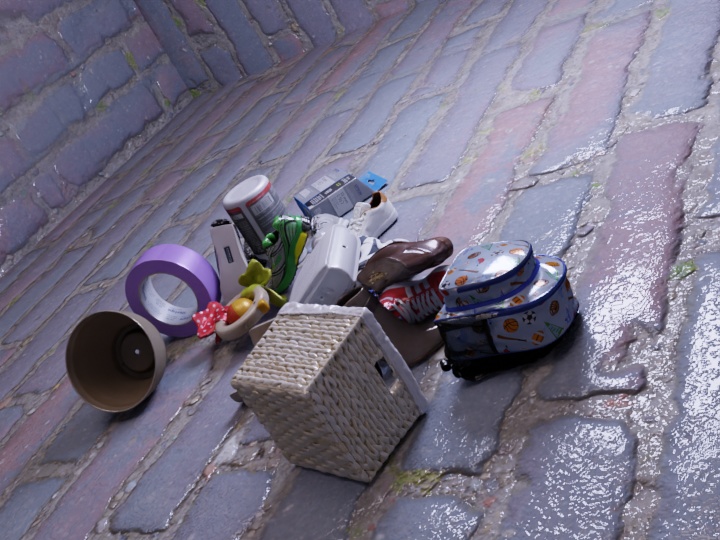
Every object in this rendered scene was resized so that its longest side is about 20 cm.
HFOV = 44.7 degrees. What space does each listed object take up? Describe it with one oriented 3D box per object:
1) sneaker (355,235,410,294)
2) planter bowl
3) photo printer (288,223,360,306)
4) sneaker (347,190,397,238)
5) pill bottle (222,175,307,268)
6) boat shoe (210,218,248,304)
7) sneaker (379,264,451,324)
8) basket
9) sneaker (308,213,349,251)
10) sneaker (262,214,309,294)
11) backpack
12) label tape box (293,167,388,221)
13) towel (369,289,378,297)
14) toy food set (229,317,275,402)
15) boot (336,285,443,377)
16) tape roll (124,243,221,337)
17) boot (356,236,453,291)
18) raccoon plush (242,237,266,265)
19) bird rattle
[{"bbox_3d":[0.000,0.000,1.655,0.197,0.080,0.129,6,34,38],"label":"sneaker"},{"bbox_3d":[-0.476,0.174,1.780,0.198,0.202,0.135,-24,-2,14],"label":"planter bowl"},{"bbox_3d":[-0.063,0.020,1.475,0.167,0.069,0.201,-57,11,22],"label":"photo printer"},{"bbox_3d":[-0.007,-0.088,1.823,0.072,0.085,0.200,1,43,48],"label":"sneaker"},{"bbox_3d":[-0.207,-0.098,1.930,0.115,0.201,0.116,-25,25,13],"label":"pill bottle"},{"bbox_3d":[-0.273,-0.013,1.902,0.074,0.203,0.093,-11,2,1],"label":"boat shoe"},{"bbox_3d":[0.095,0.059,1.449,0.199,0.072,0.113,-19,22,42],"label":"sneaker"},{"bbox_3d":[-0.049,0.171,1.256,0.199,0.199,0.161,1,41,48],"label":"basket"},{"bbox_3d":[-0.081,-0.074,1.818,0.200,0.081,0.076,-55,-12,-76],"label":"sneaker"},{"bbox_3d":[-0.169,-0.037,1.825,0.084,0.202,0.078,11,34,-13],"label":"sneaker"},{"bbox_3d":[0.213,0.042,1.266,0.188,0.155,0.201,-4,32,27],"label":"backpack"},{"bbox_3d":[-0.048,-0.192,2.087,0.199,0.066,0.143,-36,25,-7],"label":"label tape box"},{"bbox_3d":[-0.069,0.107,1.500,0.144,0.024,0.200,-6,35,48],"label":"towel"},{"bbox_3d":[-0.158,0.146,1.589,0.142,0.061,0.201,-23,25,17],"label":"toy food set"},{"bbox_3d":[0.033,0.086,1.376,0.199,0.147,0.070,-32,20,-3],"label":"boot"},{"bbox_3d":[-0.403,0.045,1.891,0.198,0.201,0.066,-19,27,24],"label":"tape roll"},{"bbox_3d":[0.037,0.000,1.427,0.185,0.065,0.199,-22,4,35],"label":"boot"},{"bbox_3d":[-0.247,-0.079,2.018,0.096,0.135,0.201,-19,27,21],"label":"raccoon plush"},{"bbox_3d":[-0.248,0.078,1.756,0.199,0.113,0.163,-33,23,-1],"label":"bird rattle"}]
